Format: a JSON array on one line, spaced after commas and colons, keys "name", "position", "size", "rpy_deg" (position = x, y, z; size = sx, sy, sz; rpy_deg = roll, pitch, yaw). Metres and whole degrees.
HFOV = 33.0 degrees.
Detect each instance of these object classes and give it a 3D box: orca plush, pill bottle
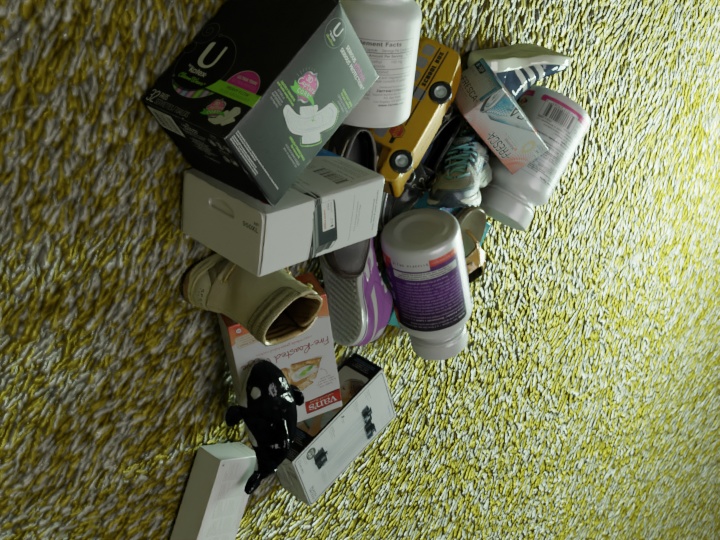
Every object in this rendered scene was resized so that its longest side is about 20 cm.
[{"name": "orca plush", "position": [-0.119, 0.214, 1.562], "size": [0.105, 0.071, 0.201], "rpy_deg": [2, 122, -28]}, {"name": "pill bottle", "position": [0.256, -0.170, 1.854], "size": [0.201, 0.113, 0.113], "rpy_deg": [-61, 145, -3]}, {"name": "pill bottle", "position": [0.097, 0.024, 1.698], "size": [0.111, 0.111, 0.201], "rpy_deg": [-38, 132, -31]}, {"name": "pill bottle", "position": [0.015, -0.285, 1.471], "size": [0.114, 0.114, 0.201], "rpy_deg": [-21, 127, -43]}]

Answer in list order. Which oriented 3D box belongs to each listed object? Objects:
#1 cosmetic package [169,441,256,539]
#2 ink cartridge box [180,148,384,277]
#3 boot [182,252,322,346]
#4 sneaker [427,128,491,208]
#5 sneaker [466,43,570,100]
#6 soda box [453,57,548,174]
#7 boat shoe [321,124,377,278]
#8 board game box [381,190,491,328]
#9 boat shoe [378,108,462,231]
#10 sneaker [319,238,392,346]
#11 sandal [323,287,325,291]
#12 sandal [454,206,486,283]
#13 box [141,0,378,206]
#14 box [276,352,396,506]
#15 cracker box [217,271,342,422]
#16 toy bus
[{"name": "cosmetic package", "position": [-0.205, 0.333, 1.639], "size": [0.082, 0.050, 0.201], "rpy_deg": [3, 109, -55]}, {"name": "ink cartridge box", "position": [-0.093, -0.079, 1.439], "size": [0.199, 0.144, 0.085], "rpy_deg": [-20, 127, -44]}, {"name": "boot", "position": [-0.095, 0.005, 1.479], "size": [0.200, 0.155, 0.073], "rpy_deg": [-35, 136, -34]}, {"name": "sneaker", "position": [0.138, -0.147, 1.726], "size": [0.200, 0.077, 0.087], "rpy_deg": [-59, 147, -64]}, {"name": "sneaker", "position": [0.228, -0.282, 1.785], "size": [0.199, 0.075, 0.085], "rpy_deg": [-12, 120, -37]}, {"name": "soda box", "position": [0.194, -0.214, 1.716], "size": [0.068, 0.064, 0.200], "rpy_deg": [-35, 148, 12]}, {"name": "boat shoe", "position": [-0.015, -0.089, 1.543], "size": [0.074, 0.073, 0.202], "rpy_deg": [-3, 93, -23]}, {"name": "board game box", "position": [0.104, -0.005, 1.821], "size": [0.151, 0.047, 0.201], "rpy_deg": [22, 94, -54]}, {"name": "boat shoe", "position": [0.079, -0.142, 1.693], "size": [0.069, 0.056, 0.201], "rpy_deg": [20, 95, -55]}, {"name": "sneaker", "position": [-0.001, 0.000, 1.653], "size": [0.114, 0.072, 0.202], "rpy_deg": [0, 92, -61]}, {"name": "sandal", "position": [-0.054, 0.073, 1.666], "size": [0.202, 0.050, 0.083], "rpy_deg": [-26, 131, -38]}, {"name": "sandal", "position": [0.152, 0.001, 1.798], "size": [0.080, 0.054, 0.201], "rpy_deg": [-1, 112, -51]}, {"name": "box", "position": [-0.108, -0.202, 1.338], "size": [0.200, 0.148, 0.124], "rpy_deg": [-51, 142, -15]}, {"name": "box", "position": [-0.040, 0.231, 1.777], "size": [0.200, 0.060, 0.117], "rpy_deg": [-44, 140, -25]}, {"name": "cracker box", "position": [-0.103, 0.113, 1.583], "size": [0.133, 0.058, 0.201], "rpy_deg": [-19, 130, -14]}, {"name": "toy bus", "position": [0.067, -0.201, 1.603], "size": [0.201, 0.078, 0.065], "rpy_deg": [-60, 168, -11]}]
